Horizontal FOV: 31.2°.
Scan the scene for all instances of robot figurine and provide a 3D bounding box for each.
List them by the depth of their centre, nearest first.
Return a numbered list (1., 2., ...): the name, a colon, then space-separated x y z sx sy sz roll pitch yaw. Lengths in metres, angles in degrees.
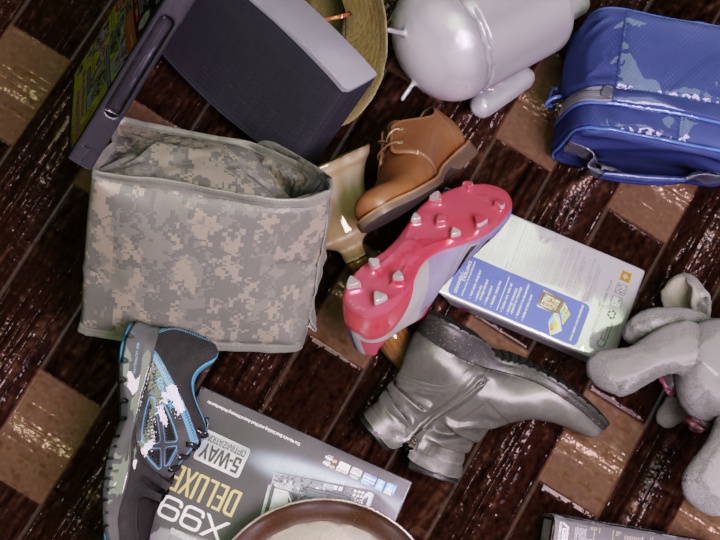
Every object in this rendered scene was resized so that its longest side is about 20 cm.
1. robot figurine: 0.110 -0.224 1.157 0.200 0.113 0.170 -29 116 -21

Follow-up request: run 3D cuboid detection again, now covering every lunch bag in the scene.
1. lunch bag: -0.124 -0.023 1.081 0.199 0.118 0.165 10 121 -3
2. lunch bag: 0.262 -0.143 1.155 0.199 0.136 0.133 8 80 -4

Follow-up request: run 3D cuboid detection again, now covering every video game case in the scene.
1. video game case: -0.181 -0.194 1.046 0.025 0.200 0.181 29 107 -23

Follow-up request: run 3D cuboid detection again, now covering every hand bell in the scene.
1. hand bell: 0.000 0.000 1.147 0.104 0.104 0.201 -25 97 -9

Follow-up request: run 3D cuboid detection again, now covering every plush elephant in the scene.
1. plush elephant: 0.305 0.089 1.124 0.200 0.155 0.165 -45 78 -3

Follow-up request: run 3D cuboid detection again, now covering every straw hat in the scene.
1. straw hat: -0.041 -0.236 1.162 0.201 0.201 0.085 43 41 3

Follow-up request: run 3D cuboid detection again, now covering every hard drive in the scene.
1. hard drive: -0.095 -0.191 1.136 0.200 0.135 0.042 42 39 3

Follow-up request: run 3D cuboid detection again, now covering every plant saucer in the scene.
1. plant saucer: -0.031 0.286 1.047 0.199 0.032 0.201 1 82 -5

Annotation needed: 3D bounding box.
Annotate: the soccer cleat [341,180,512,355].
1. soccer cleat: 0.058 -0.006 1.119 0.067 0.077 0.200 32 54 27

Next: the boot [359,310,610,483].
1. boot: 0.108 0.132 1.142 0.199 0.068 0.131 27 94 -7

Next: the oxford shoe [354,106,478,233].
1. oxford shoe: 0.034 -0.089 1.111 0.071 0.200 0.071 -32 98 31

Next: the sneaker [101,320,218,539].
1. sneaker: -0.163 0.144 1.037 0.082 0.073 0.201 8 87 -10

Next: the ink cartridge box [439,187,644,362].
1. ink cartridge box: 0.149 0.007 1.172 0.199 0.037 0.095 23 79 -3

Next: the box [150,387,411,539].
1. box: -0.079 0.212 1.101 0.199 0.050 0.158 25 81 -1

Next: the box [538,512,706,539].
1. box: 0.225 0.322 1.120 0.157 0.050 0.201 9 80 -4
